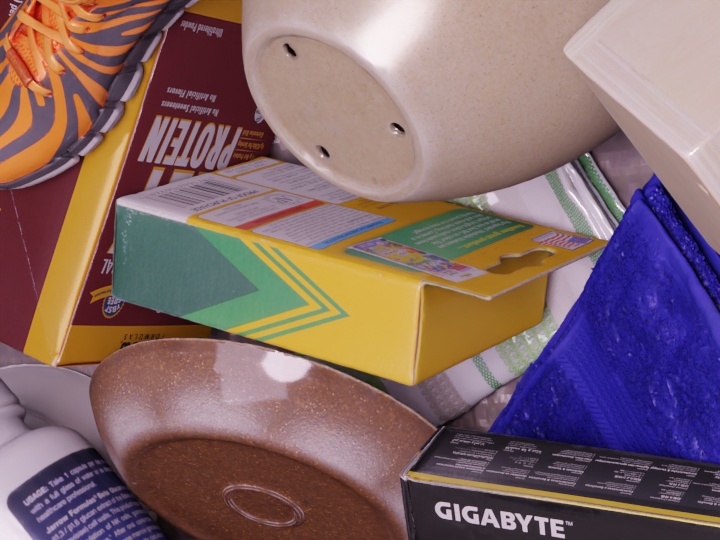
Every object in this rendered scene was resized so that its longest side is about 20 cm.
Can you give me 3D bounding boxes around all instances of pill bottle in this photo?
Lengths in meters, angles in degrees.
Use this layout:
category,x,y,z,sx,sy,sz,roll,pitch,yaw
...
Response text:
category,x,y,z,sx,sy,sz,roll,pitch,yaw
pill bottle,-0.153,0.149,1.123,0.200,0.111,0.111,49,119,11

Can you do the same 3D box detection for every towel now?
category,x,y,z,sx,sy,sz,roll,pitch,yaw
towel,0.119,0.072,1.019,0.201,0.049,0.148,-64,37,37
towel,0.033,-0.007,1.119,0.200,0.031,0.150,-36,79,31

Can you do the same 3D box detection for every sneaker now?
category,x,y,z,sx,sy,sz,roll,pitch,yaw
sneaker,-0.134,-0.119,0.995,0.078,0.112,0.200,47,108,19

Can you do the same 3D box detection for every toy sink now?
category,x,y,z,sx,sy,sz,roll,pitch,yaw
toy sink,0.205,-0.091,0.884,0.200,0.130,0.112,-42,37,1

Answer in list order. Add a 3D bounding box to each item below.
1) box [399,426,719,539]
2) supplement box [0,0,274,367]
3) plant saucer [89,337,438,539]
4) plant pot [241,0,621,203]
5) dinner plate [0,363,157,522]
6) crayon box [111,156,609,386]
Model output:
category,x,y,z,sx,sy,sz,roll,pitch,yaw
box,0.121,0.158,0.975,0.199,0.049,0.161,7,120,28
supplement box,-0.162,-0.079,1.146,0.199,0.133,0.199,23,100,25
plant saucer,-0.043,0.101,1.102,0.199,0.201,0.037,-1,56,31
plant pot,0.027,-0.106,0.956,0.199,0.135,0.201,29,149,20
dinner plate,-0.203,0.138,1.223,0.199,0.024,0.201,-11,57,18
crayon box,0.000,0.000,1.054,0.199,0.125,0.052,14,109,29
